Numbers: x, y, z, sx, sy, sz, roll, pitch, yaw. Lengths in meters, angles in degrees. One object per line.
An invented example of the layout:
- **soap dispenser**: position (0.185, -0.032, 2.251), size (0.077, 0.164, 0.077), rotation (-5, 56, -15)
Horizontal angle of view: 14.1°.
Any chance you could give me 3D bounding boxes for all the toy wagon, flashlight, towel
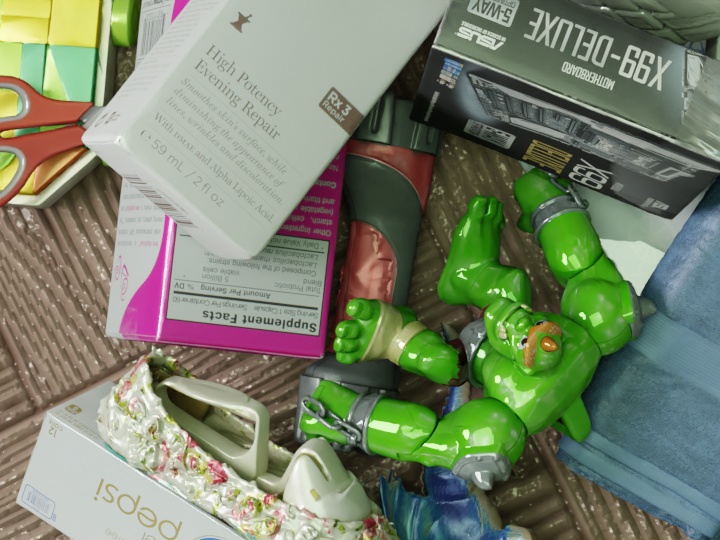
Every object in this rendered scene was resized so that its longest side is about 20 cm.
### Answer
- **toy wagon**: position (-0.205, -0.138, 1.670), size (0.154, 0.040, 0.201), rotation (4, 88, 8)
- **flashlight**: position (0.000, 0.000, 1.622), size (0.067, 0.068, 0.201), rotation (11, 88, 7)
- **towel**: position (0.198, 0.043, 1.590), size (0.111, 0.049, 0.200), rotation (31, 101, -2)

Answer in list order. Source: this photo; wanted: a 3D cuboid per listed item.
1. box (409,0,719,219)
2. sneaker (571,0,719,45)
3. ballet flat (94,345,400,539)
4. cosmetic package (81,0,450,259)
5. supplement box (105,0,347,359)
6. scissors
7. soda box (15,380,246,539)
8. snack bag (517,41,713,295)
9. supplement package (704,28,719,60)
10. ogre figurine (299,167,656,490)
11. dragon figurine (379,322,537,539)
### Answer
- **box**: position (0.111, -0.089, 1.499), size (0.157, 0.200, 0.050), rotation (22, 83, 0)
- **sneaker**: position (0.120, -0.177, 1.539), size (0.199, 0.077, 0.082), rotation (18, 76, 40)
- **ballet flat**: position (-0.052, 0.107, 1.551), size (0.199, 0.076, 0.064), rotation (28, 115, 12)
- **cosmetic package**: position (-0.042, -0.112, 1.520), size (0.102, 0.074, 0.200), rotation (40, 78, -19)
- **supplement box**: position (-0.071, -0.055, 1.602), size (0.103, 0.101, 0.201), rotation (8, 88, -21)
- **scissors**: position (-0.148, -0.090, 1.635), size (0.199, 0.014, 0.073), rotation (-18, 94, -14)
- **soda box**: position (-0.087, 0.142, 1.602), size (0.200, 0.068, 0.064), rotation (31, 117, 18)
- **snack bag**: position (0.192, -0.067, 1.623), size (0.199, 0.021, 0.189), rotation (-30, 84, 5)
- **supplement package**: position (0.269, -0.167, 1.558), size (0.155, 0.111, 0.201), rotation (7, 82, 2)
- **ogre figurine**: position (0.073, 0.037, 1.568), size (0.120, 0.098, 0.200), rotation (33, 50, 31)
- **dragon figurine**: position (0.041, 0.134, 1.614), size (0.099, 0.059, 0.201), rotation (-18, 86, 6)
